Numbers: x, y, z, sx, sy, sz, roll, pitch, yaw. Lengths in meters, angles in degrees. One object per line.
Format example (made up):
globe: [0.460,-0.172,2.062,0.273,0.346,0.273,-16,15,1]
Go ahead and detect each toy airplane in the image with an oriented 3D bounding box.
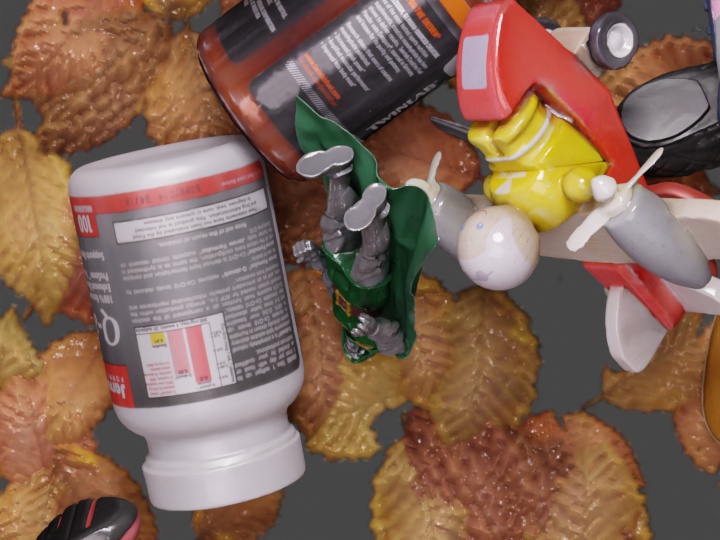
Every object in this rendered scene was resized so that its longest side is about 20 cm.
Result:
toy airplane: [0.111,-0.026,1.188,0.141,0.200,0.199,-36,67,-28]

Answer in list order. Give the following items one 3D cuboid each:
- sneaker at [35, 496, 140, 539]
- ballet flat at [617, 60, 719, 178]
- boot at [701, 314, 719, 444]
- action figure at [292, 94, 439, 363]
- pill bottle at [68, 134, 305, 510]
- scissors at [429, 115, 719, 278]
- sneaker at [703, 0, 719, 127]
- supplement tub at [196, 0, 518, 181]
sneaker: [-0.188,0.220,1.356,0.087,0.074,0.200,40,110,-11]
ballet flat: [0.239,-0.095,1.248,0.199,0.057,0.067,-9,72,5]
boot: [0.241,0.023,1.212,0.071,0.144,0.202,23,103,4]
action figure: [0.000,0.000,1.232,0.055,0.200,0.118,-33,64,-14]
pill bottle: [-0.095,0.030,1.275,0.115,0.116,0.201,-9,99,10]
scissors: [0.134,-0.053,1.264,0.200,0.014,0.073,34,143,3]
sneaker: [0.208,-0.165,1.211,0.082,0.070,0.201,7,81,29]
supplement tub: [0.014,-0.145,1.231,0.200,0.107,0.107,-35,94,11]
